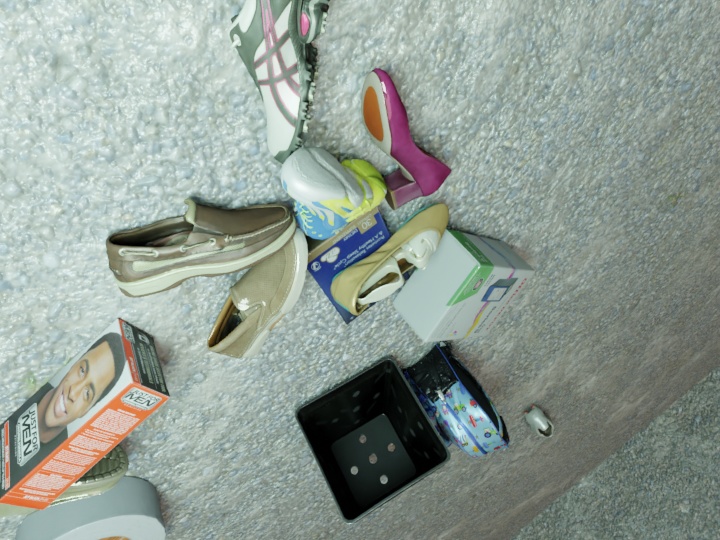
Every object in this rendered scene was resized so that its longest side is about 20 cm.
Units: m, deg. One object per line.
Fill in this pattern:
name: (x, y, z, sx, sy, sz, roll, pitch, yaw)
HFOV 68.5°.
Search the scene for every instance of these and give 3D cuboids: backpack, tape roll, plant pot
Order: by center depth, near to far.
tape roll: (-0.399, 0.401, 0.792, 0.196, 0.066, 0.203, -20, 136, -20)
plant pot: (0.021, 0.314, 0.935, 0.196, 0.202, 0.179, -27, 150, -12)
backpack: (0.180, 0.263, 0.988, 0.134, 0.201, 0.183, -37, 141, 1)

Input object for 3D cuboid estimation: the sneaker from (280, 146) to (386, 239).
sneaker: (-0.041, -0.069, 0.577, 0.105, 0.076, 0.199, -43, 166, 23)

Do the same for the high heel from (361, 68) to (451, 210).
high heel: (0.059, -0.161, 0.615, 0.095, 0.068, 0.201, -31, 149, -9)

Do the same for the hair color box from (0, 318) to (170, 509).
hair color box: (-0.319, 0.163, 0.603, 0.199, 0.102, 0.061, -41, 140, 2)

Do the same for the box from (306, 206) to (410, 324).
box: (0.000, 0.000, 0.743, 0.120, 0.033, 0.201, -36, 141, -4)

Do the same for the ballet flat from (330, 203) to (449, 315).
ballet flat: (0.052, -0.010, 0.699, 0.198, 0.063, 0.069, -38, 140, -6)

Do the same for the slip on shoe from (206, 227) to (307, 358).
slip on shoe: (-0.129, 0.031, 0.645, 0.060, 0.077, 0.201, 6, 133, -39)

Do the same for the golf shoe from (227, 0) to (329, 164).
golf shoe: (-0.078, -0.197, 0.488, 0.086, 0.078, 0.203, 8, 130, -8)

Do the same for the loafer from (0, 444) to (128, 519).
loafer: (-0.397, 0.261, 0.663, 0.195, 0.076, 0.069, 1, 129, -25)

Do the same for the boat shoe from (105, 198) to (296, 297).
boat shoe: (-0.164, -0.038, 0.555, 0.199, 0.075, 0.076, -23, 132, -17)

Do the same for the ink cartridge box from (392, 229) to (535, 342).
ink cartridge box: (0.166, 0.027, 0.828, 0.198, 0.088, 0.147, 3, 127, -51)

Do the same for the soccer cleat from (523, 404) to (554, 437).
soccer cleat: (0.516, 0.442, 1.496, 0.069, 0.078, 0.200, -42, 140, 6)
